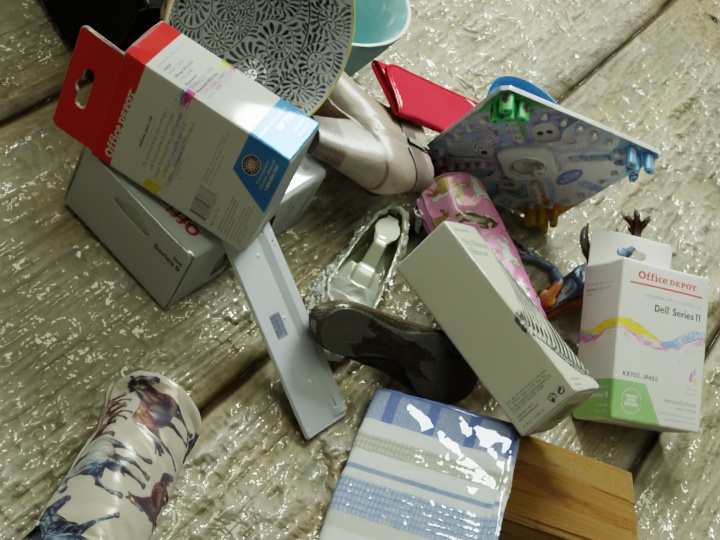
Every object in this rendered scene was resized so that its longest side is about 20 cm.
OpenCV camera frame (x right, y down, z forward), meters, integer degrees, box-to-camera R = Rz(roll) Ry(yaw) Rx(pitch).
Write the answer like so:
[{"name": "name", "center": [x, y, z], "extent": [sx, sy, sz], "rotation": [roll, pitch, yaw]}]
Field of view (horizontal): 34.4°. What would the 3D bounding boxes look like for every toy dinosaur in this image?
[{"name": "toy dinosaur", "center": [0.257, 0.012, 1.267], "extent": [0.200, 0.105, 0.182], "rotation": [43, 61, -8]}]

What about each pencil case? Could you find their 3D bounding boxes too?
[{"name": "pencil case", "center": [-0.188, 0.165, 0.859], "extent": [0.089, 0.078, 0.201], "rotation": [40, 42, -17]}, {"name": "pencil case", "center": [0.122, -0.003, 1.195], "extent": [0.202, 0.086, 0.083], "rotation": [66, 9, 28]}]

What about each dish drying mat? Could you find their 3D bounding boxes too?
[{"name": "dish drying mat", "center": [0.093, -0.171, 1.249], "extent": [0.199, 0.018, 0.077], "rotation": [15, 44, -47]}]

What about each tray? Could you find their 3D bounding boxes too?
[{"name": "tray", "center": [0.163, 0.205, 1.075], "extent": [0.198, 0.037, 0.099], "rotation": [21, 45, -15]}]

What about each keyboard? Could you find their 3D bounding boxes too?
[{"name": "keyboard", "center": [-0.068, 0.046, 1.026], "extent": [0.056, 0.011, 0.202], "rotation": [-26, 94, -41]}]

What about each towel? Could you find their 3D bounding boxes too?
[{"name": "towel", "center": [0.052, 0.194, 0.991], "extent": [0.145, 0.024, 0.201], "rotation": [15, 46, 9]}]

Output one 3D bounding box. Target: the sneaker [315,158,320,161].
[{"name": "sneaker", "center": [-0.046, -0.147, 1.234], "extent": [0.198, 0.075, 0.088], "rotation": [16, 64, -16]}]

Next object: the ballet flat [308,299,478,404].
[{"name": "ballet flat", "center": [0.031, 0.072, 1.074], "extent": [0.199, 0.068, 0.046], "rotation": [23, 5, -34]}]

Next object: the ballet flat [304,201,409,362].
[{"name": "ballet flat", "center": [0.000, 0.000, 1.128], "extent": [0.071, 0.072, 0.201], "rotation": [32, 44, -4]}]

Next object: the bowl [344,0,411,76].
[{"name": "bowl", "center": [-0.054, -0.287, 1.309], "extent": [0.199, 0.105, 0.202], "rotation": [18, 46, -19]}]

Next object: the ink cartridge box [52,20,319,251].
[{"name": "ink cartridge box", "center": [-0.148, -0.121, 0.973], "extent": [0.199, 0.117, 0.067], "rotation": [34, 42, 0]}]

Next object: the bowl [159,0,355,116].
[{"name": "bowl", "center": [-0.112, -0.229, 1.070], "extent": [0.199, 0.203, 0.094], "rotation": [-7, 29, -36]}]

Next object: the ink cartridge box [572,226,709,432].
[{"name": "ink cartridge box", "center": [0.290, 0.058, 1.192], "extent": [0.116, 0.067, 0.203], "rotation": [11, 79, -24]}]

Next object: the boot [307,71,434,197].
[{"name": "boot", "center": [-0.003, -0.160, 1.183], "extent": [0.145, 0.070, 0.202], "rotation": [12, 51, -35]}]

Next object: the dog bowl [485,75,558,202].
[{"name": "dog bowl", "center": [0.175, -0.153, 1.379], "extent": [0.111, 0.050, 0.200], "rotation": [35, 44, 0]}]

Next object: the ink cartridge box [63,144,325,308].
[{"name": "ink cartridge box", "center": [-0.152, -0.079, 1.084], "extent": [0.146, 0.084, 0.200], "rotation": [45, 44, 8]}]

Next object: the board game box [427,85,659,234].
[{"name": "board game box", "center": [0.176, -0.108, 1.229], "extent": [0.198, 0.200, 0.026], "rotation": [18, 64, -23]}]

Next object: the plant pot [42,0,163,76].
[{"name": "plant pot", "center": [-0.206, -0.299, 1.172], "extent": [0.198, 0.199, 0.179], "rotation": [-6, 69, -35]}]

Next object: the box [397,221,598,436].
[{"name": "box", "center": [0.127, 0.052, 1.078], "extent": [0.201, 0.068, 0.082], "rotation": [54, 20, 19]}]
